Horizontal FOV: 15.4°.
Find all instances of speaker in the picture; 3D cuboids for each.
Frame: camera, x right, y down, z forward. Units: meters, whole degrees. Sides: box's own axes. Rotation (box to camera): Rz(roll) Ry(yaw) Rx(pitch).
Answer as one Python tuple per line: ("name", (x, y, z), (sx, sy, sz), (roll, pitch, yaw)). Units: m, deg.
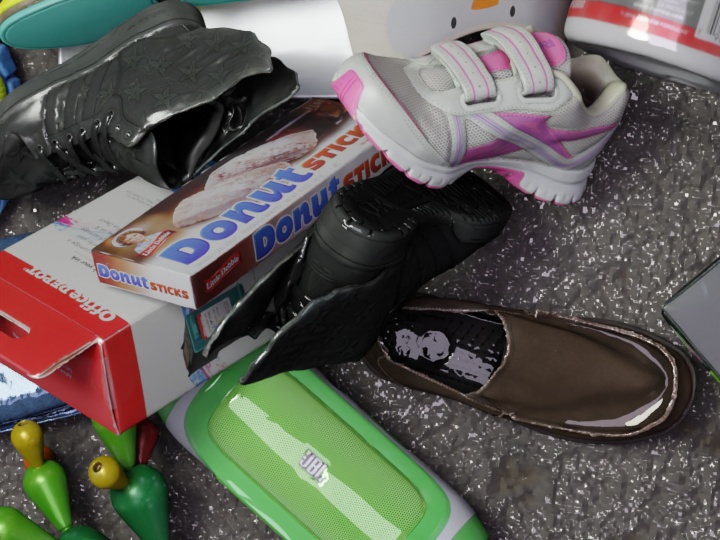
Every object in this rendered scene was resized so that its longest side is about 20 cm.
("speaker", (-0.024, 0.114, 1.533), (0.200, 0.088, 0.089), (41, 94, 7))

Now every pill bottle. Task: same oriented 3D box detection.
("pill bottle", (0.195, -0.209, 1.498), (0.113, 0.114, 0.201), (17, 90, 8))

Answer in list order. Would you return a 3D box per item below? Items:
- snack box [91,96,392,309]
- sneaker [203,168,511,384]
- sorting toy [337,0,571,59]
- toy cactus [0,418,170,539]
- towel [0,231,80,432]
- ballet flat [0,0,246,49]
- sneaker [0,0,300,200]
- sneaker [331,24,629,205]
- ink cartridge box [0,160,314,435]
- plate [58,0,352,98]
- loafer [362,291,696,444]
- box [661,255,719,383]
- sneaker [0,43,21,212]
("snack box", (-0.056, -0.040, 1.469), (0.072, 0.200, 0.024), (15, 126, 34))
("sneaker", (0.002, 0.002, 1.465), (0.060, 0.200, 0.104), (40, 115, 20))
("sorting toy", (0.059, -0.187, 1.504), (0.199, 0.107, 0.181), (-14, 115, -22))
("toy cactus", (-0.144, 0.175, 1.556), (0.164, 0.102, 0.201), (18, 88, -11))
("towel", (-0.241, 0.045, 1.581), (0.199, 0.049, 0.112), (-13, 82, 8))
("ballet flat", (-0.117, -0.179, 1.539), (0.199, 0.067, 0.067), (-12, 66, 5))
("sneaker", (-0.132, -0.081, 1.500), (0.199, 0.060, 0.104), (-36, 47, 11))
("sneaker", (0.069, -0.099, 1.471), (0.088, 0.199, 0.081), (-54, 52, 28))
("ink cartridge box", (-0.130, 0.018, 1.483), (0.116, 0.200, 0.068), (27, 136, 41))
("plate", (-0.081, -0.197, 1.575), (0.198, 0.032, 0.201), (-2, 88, 8))
("loafer", (0.092, 0.058, 1.525), (0.199, 0.071, 0.073), (8, 90, 8))
("box", (0.272, 0.061, 1.462), (0.124, 0.149, 0.200), (-40, 84, 4))
("sneaker", (-0.256, -0.119, 1.587), (0.082, 0.071, 0.201), (-16, 90, 31))
